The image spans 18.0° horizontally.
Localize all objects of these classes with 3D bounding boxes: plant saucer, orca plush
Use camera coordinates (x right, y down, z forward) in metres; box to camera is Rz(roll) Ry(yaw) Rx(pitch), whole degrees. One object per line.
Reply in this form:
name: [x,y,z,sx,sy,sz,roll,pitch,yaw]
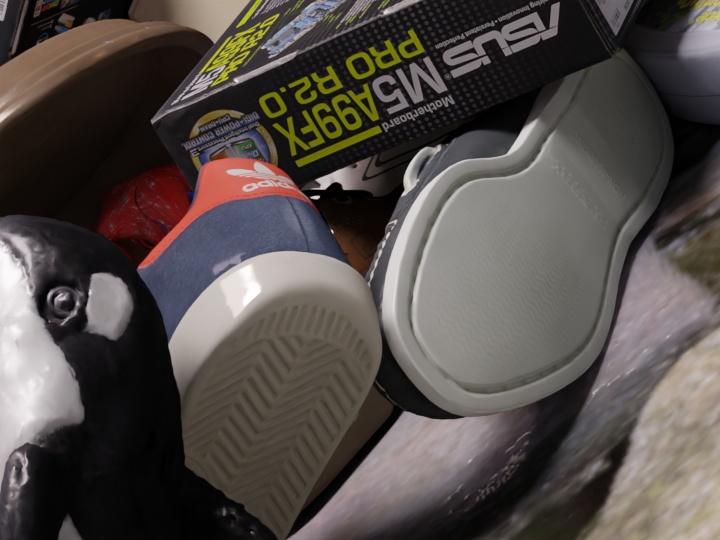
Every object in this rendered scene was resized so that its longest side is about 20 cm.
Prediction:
plant saucer: [-0.137,-0.028,0.890,0.200,0.029,0.200,-41,-11,-10]
orca plush: [-0.051,0.084,0.562,0.071,0.200,0.105,-5,-21,-4]

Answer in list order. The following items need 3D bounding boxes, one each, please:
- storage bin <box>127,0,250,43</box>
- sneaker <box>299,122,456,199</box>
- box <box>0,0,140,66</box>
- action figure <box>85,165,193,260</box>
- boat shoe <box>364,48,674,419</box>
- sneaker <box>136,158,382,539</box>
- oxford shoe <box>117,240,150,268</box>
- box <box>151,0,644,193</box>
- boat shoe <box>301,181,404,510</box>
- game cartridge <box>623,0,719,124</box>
storage bin: [0.017,-0.174,1.020,0.199,0.094,0.200,-48,-5,29]
sneaker: [0.005,-0.041,0.874,0.200,0.072,0.072,-47,13,-20]
box: [-0.126,-0.108,1.007,0.200,0.046,0.159,-40,-27,-59]
action figure: [-0.027,-0.019,0.935,0.200,0.099,0.065,-24,4,-25]
boat shoe: [0.042,-0.006,0.704,0.060,0.076,0.200,-29,8,35]
sneaker: [-0.060,0.052,0.668,0.200,0.075,0.085,-54,37,29]
oxford shoe: [-0.067,-0.039,1.053,0.071,0.071,0.200,-28,18,28]
box: [0.033,-0.106,0.798,0.160,0.044,0.200,-22,21,29]
boat shoe: [0.000,0.000,0.781,0.072,0.068,0.200,-23,22,53]
game cartridge: [0.153,-0.105,0.768,0.133,0.041,0.200,-47,16,-6]
